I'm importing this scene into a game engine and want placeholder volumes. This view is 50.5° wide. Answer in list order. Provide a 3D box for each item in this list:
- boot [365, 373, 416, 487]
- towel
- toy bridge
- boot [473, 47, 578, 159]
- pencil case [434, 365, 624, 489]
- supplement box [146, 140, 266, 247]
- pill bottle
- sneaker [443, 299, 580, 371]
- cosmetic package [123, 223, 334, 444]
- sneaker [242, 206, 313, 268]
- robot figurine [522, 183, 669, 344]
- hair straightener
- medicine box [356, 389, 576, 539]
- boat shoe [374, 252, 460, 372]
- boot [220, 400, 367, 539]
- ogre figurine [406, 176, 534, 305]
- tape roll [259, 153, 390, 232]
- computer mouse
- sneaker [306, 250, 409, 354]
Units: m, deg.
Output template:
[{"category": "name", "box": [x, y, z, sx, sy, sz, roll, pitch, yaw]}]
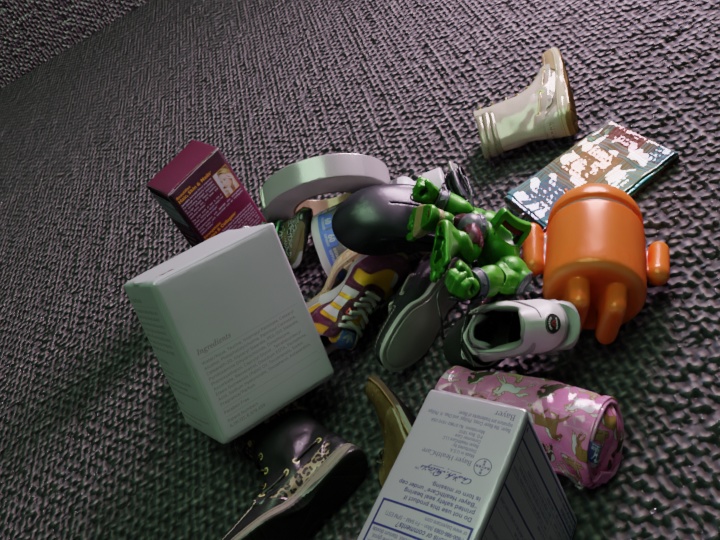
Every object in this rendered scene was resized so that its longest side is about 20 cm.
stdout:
[{"category": "boot", "box": [0.039, 0.195, 0.842, 0.075, 0.074, 0.201, -40, 40, 4]}, {"category": "towel", "box": [0.308, -0.124, 1.033, 0.198, 0.022, 0.147, -37, 39, -5]}, {"category": "toy bridge", "box": [0.000, 0.000, 1.030, 0.198, 0.067, 0.028, -36, 35, 24]}, {"category": "boot", "box": [0.250, -0.259, 1.179, 0.151, 0.073, 0.203, -17, 41, 22]}, {"category": "pencil case", "box": [0.165, 0.156, 0.783, 0.196, 0.085, 0.086, 8, 34, 39]}, {"category": "supplement box", "box": [-0.233, -0.091, 1.220, 0.111, 0.202, 0.085, -46, 40, -19]}, {"category": "pill bottle", "box": [0.039, -0.062, 1.075, 0.196, 0.115, 0.115, -22, 39, 13]}, {"category": "sneaker", "box": [0.139, 0.067, 0.840, 0.199, 0.087, 0.076, -27, 64, 55]}, {"category": "cosmetic package", "box": [-0.164, 0.071, 0.938, 0.164, 0.204, 0.166, -28, 13, -26]}, {"category": "sneaker", "box": [-0.133, -0.042, 1.129, 0.200, 0.087, 0.079, -39, 38, 55]}, {"category": "robot figurine", "box": [0.268, -0.016, 0.869, 0.142, 0.117, 0.203, -22, 38, 36]}, {"category": "hair straightener", "box": [0.156, 0.003, 0.974, 0.076, 0.041, 0.201, 35, 76, 16]}, {"category": "medicine box", "box": [0.091, 0.244, 0.656, 0.101, 0.184, 0.202, 6, 51, 38]}, {"category": "boat shoe", "box": [0.071, 0.044, 0.973, 0.059, 0.075, 0.201, 10, 52, 40]}, {"category": "boot", "box": [-0.104, 0.242, 0.880, 0.199, 0.074, 0.150, -40, 40, -15]}, {"category": "ogre figurine", "box": [0.127, -0.030, 0.860, 0.200, 0.117, 0.101, -131, 57, -67]}, {"category": "tape roll", "box": [-0.051, -0.110, 1.128, 0.198, 0.202, 0.038, -17, 72, 18]}, {"category": "computer mouse", "box": [0.061, -0.075, 0.951, 0.194, 0.053, 0.142, -6, 60, -10]}, {"category": "sneaker", "box": [-0.006, 0.053, 0.994, 0.199, 0.074, 0.092, -42, 36, 33]}]
